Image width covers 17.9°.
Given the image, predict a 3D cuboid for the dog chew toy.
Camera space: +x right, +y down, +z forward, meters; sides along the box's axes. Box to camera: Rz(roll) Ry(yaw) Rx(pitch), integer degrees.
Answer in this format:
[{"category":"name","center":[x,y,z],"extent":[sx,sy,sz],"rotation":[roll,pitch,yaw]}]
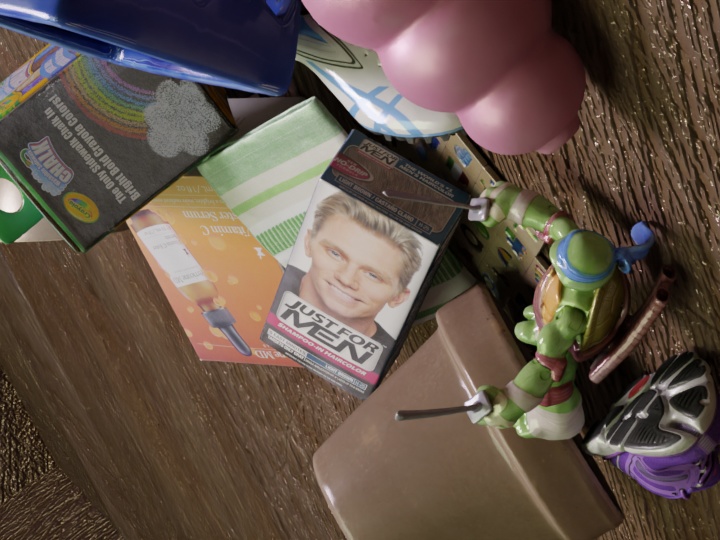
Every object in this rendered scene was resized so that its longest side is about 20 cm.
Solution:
[{"category":"dog chew toy","center":[0.052,-0.149,1.304],"extent":[0.200,0.125,0.124],"rotation":[48,165,-8]}]

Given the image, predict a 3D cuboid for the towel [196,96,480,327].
[{"category":"towel","center":[-0.016,-0.033,1.708],"extent":[0.152,0.023,0.200],"rotation":[-22,116,46]}]

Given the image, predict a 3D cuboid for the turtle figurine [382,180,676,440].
[{"category":"turtle figurine","center":[0.090,0.027,1.444],"extent":[0.144,0.199,0.194],"rotation":[61,174,26]}]

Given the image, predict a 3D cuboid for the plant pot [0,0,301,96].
[{"category":"plant pot","center":[-0.155,-0.231,1.489],"extent":[0.199,0.181,0.200],"rotation":[15,180,-43]}]

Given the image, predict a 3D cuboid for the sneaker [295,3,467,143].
[{"category":"sneaker","center":[0.007,-0.147,1.517],"extent":[0.200,0.072,0.073],"rotation":[37,148,37]}]

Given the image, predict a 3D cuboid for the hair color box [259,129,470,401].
[{"category":"hair color box","center":[0.000,0.000,1.664],"extent":[0.100,0.061,0.200],"rotation":[29,140,6]}]

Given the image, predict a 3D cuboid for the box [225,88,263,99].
[{"category":"box","center":[-0.151,-0.137,1.960],"extent":[0.143,0.036,0.200],"rotation":[56,150,-6]}]

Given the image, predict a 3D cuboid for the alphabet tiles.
[{"category":"alphabet tiles","center":[0.075,-0.048,1.631],"extent":[0.200,0.006,0.166],"rotation":[52,165,10]}]

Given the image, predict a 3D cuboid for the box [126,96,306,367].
[{"category":"box","center":[-0.089,-0.030,1.863],"extent":[0.152,0.106,0.201],"rotation":[1,130,39]}]

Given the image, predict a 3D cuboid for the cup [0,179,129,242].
[{"category":"cup","center":[-0.313,-0.116,2.323],"extent":[0.200,0.199,0.144],"rotation":[-161,64,-64]}]

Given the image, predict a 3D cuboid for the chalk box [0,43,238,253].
[{"category":"chalk box","center":[-0.209,-0.105,1.734],"extent":[0.125,0.200,0.124],"rotation":[52,-175,-19]}]

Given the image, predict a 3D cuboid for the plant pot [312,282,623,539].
[{"category":"plant pot","center":[0.064,0.134,1.630],"extent":[0.201,0.174,0.200],"rotation":[59,-175,-8]}]

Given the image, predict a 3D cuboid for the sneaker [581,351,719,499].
[{"category":"sneaker","center":[0.208,0.108,1.485],"extent":[0.083,0.081,0.200],"rotation":[39,173,1]}]
